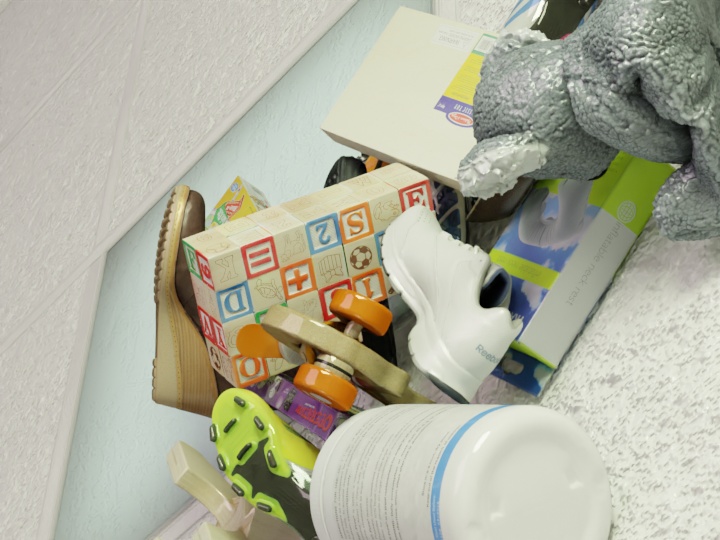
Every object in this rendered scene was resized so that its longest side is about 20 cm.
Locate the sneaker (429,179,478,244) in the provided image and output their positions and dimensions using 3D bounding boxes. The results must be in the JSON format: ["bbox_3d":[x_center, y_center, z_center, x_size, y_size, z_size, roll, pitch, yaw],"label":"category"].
[{"bbox_3d":[0.080,-0.072,1.606,0.077,0.085,0.202,-25,61,43],"label":"sneaker"}]

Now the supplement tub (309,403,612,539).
[{"bbox_3d":[0.066,0.157,1.274,0.199,0.132,0.133,-5,55,59],"label":"supplement tub"}]

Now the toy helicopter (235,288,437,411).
[{"bbox_3d":[-0.007,0.077,1.427,0.132,0.200,0.079,15,75,41],"label":"toy helicopter"}]

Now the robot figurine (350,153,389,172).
[{"bbox_3d":[0.033,-0.076,1.713,0.145,0.058,0.201,-25,39,48],"label":"robot figurine"}]

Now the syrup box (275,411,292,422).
[{"bbox_3d":[-0.076,0.041,1.744,0.081,0.079,0.201,-20,42,53],"label":"syrup box"}]

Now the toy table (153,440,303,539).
[{"bbox_3d":[-0.097,0.214,1.524,0.185,0.117,0.200,-56,25,-1],"label":"toy table"}]

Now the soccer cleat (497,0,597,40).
[{"bbox_3d":[0.155,-0.200,1.648,0.201,0.070,0.086,-57,8,-8],"label":"soccer cleat"}]

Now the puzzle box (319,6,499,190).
[{"bbox_3d":[0.064,-0.144,1.557,0.199,0.025,0.134,26,79,49],"label":"puzzle box"}]

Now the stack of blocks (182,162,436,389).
[{"bbox_3d":[-0.033,0.002,1.501,0.199,0.116,0.059,-21,25,-20],"label":"stack of blocks"}]

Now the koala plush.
[{"bbox_3d":[0.163,-0.124,1.313,0.199,0.184,0.178,-11,43,27],"label":"koala plush"}]

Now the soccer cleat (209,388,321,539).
[{"bbox_3d":[-0.039,0.165,1.428,0.200,0.083,0.065,42,111,28],"label":"soccer cleat"}]

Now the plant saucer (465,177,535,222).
[{"bbox_3d":[0.150,-0.116,1.501,0.201,0.032,0.200,-57,-1,-2],"label":"plant saucer"}]

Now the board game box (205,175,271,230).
[{"bbox_3d":[-0.124,0.004,1.739,0.135,0.034,0.200,-52,24,9],"label":"board game box"}]

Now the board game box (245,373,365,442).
[{"bbox_3d":[-0.011,0.122,1.473,0.032,0.120,0.200,-61,24,-3],"label":"board game box"}]

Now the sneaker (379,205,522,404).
[{"bbox_3d":[0.075,0.013,1.412,0.087,0.074,0.201,-42,38,18],"label":"sneaker"}]

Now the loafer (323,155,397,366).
[{"bbox_3d":[0.000,0.000,1.602,0.068,0.070,0.202,136,135,-65],"label":"loafer"}]

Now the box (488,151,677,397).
[{"bbox_3d":[0.149,-0.010,1.429,0.201,0.048,0.122,-57,24,-4],"label":"box"}]

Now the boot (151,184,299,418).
[{"bbox_3d":[-0.096,0.029,1.621,0.072,0.165,0.202,-157,69,-79],"label":"boot"}]
